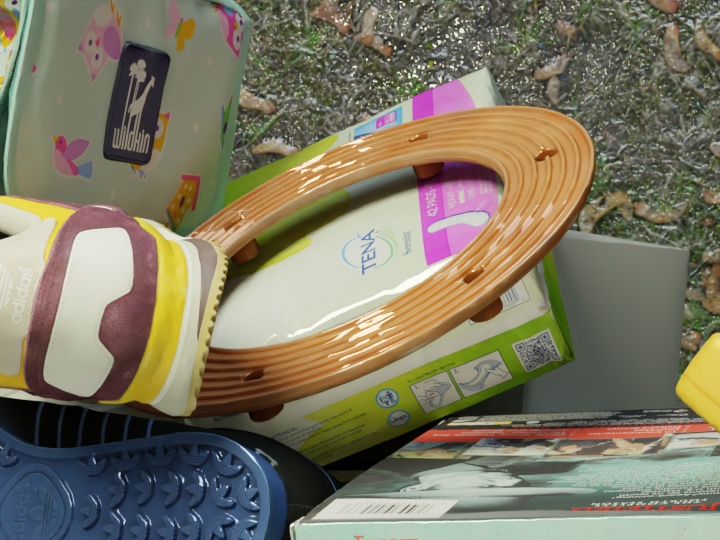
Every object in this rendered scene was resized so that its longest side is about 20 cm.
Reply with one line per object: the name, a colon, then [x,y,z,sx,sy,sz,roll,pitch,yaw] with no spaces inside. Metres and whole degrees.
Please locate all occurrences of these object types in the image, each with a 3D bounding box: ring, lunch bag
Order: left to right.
lunch bag: [-0.143,-0.048,0.861,0.122,0.200,0.170,51,17,21]
ring: [-0.004,-0.003,0.795,0.200,0.019,0.201,-21,23,10]

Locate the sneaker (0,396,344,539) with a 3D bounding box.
sneaker: [-0.094,0.081,0.733,0.199,0.070,0.078,6,-10,31]

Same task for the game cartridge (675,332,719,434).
game cartridge: [0.208,0.090,0.667,0.200,0.032,0.176,11,26,-51]

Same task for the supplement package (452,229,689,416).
supplement package: [0.044,0.036,1.049,0.200,0.117,0.117,5,-1,44]

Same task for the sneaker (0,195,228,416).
sneaker: [-0.112,0.005,0.722,0.090,0.075,0.200,16,-8,-20]

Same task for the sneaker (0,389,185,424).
sneaker: [-0.145,0.077,0.843,0.199,0.081,0.075,0,-23,-35]

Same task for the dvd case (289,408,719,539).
dvd case: [0.075,0.070,0.707,0.145,0.022,0.200,-3,3,16]

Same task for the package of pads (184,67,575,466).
package of pads: [0.000,0.000,0.894,0.154,0.068,0.200,-24,22,10]

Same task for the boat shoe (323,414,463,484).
boat shoe: [-0.015,0.060,0.947,0.073,0.063,0.201,5,1,-29]
